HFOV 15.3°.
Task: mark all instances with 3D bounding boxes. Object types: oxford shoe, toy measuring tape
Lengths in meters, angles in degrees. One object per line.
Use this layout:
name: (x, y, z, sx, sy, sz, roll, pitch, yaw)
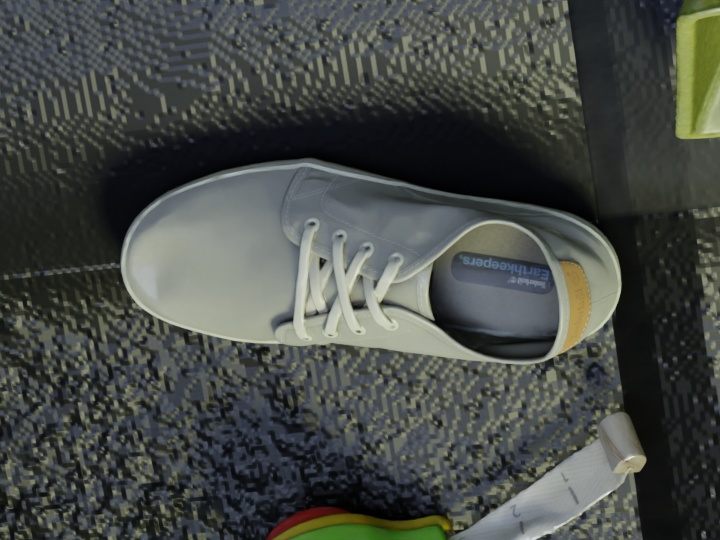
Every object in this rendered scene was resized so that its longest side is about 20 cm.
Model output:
oxford shoe: (0.000, 0.000, 1.033, 0.199, 0.058, 0.076, 5, 108, 13)
toy measuring tape: (0.016, 0.109, 1.048, 0.200, 0.074, 0.074, -35, 95, 21)

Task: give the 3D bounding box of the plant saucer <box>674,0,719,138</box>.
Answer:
plant saucer: (0.201, -0.096, 0.890, 0.199, 0.200, 0.048, -6, 81, 6)
